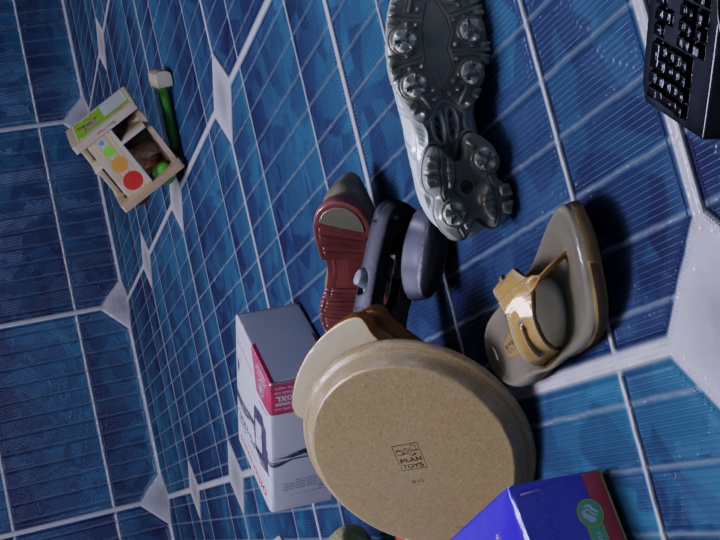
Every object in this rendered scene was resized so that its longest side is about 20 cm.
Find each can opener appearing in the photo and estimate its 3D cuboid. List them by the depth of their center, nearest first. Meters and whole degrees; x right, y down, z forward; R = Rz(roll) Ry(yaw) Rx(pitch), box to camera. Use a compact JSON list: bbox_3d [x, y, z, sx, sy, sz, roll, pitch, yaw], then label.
[{"bbox_3d":[0.018,0.039,0.991,0.079,0.063,0.201,-151,76,-75],"label":"can opener"}]

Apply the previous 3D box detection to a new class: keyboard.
[{"bbox_3d":[0.160,-0.163,0.569,0.104,0.039,0.201,-130,34,-58],"label":"keyboard"}]

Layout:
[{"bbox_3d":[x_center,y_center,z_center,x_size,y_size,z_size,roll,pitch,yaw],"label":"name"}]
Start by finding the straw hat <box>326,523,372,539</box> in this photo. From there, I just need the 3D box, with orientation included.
[{"bbox_3d":[-0.010,0.316,1.254,0.085,0.201,0.201,-58,22,-3],"label":"straw hat"}]

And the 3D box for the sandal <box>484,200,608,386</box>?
[{"bbox_3d":[0.112,0.028,0.793,0.200,0.054,0.081,116,140,-61],"label":"sandal"}]

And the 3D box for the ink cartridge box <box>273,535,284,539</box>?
[{"bbox_3d":[-0.052,0.413,1.358,0.145,0.084,0.200,51,173,-24],"label":"ink cartridge box"}]

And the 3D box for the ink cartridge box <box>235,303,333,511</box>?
[{"bbox_3d":[-0.091,0.165,1.429,0.145,0.084,0.201,-124,29,-51],"label":"ink cartridge box"}]

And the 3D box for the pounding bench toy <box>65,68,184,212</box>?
[{"bbox_3d":[-0.357,-0.218,1.976,0.156,0.200,0.124,53,177,-27],"label":"pounding bench toy"}]

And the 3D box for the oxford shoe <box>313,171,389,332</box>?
[{"bbox_3d":[0.000,0.000,1.132,0.075,0.070,0.201,-73,-15,-51],"label":"oxford shoe"}]

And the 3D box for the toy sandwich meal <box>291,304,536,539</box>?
[{"bbox_3d":[0.042,0.122,0.927,0.070,0.204,0.206,-56,-30,-58],"label":"toy sandwich meal"}]

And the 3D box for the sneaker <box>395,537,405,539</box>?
[{"bbox_3d":[0.070,0.204,1.009,0.108,0.067,0.202,18,114,59],"label":"sneaker"}]

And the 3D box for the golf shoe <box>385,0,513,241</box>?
[{"bbox_3d":[0.051,-0.122,0.869,0.097,0.078,0.201,-166,68,-77],"label":"golf shoe"}]

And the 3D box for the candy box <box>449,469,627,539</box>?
[{"bbox_3d":[0.130,0.250,0.829,0.200,0.077,0.170,114,142,-62],"label":"candy box"}]
